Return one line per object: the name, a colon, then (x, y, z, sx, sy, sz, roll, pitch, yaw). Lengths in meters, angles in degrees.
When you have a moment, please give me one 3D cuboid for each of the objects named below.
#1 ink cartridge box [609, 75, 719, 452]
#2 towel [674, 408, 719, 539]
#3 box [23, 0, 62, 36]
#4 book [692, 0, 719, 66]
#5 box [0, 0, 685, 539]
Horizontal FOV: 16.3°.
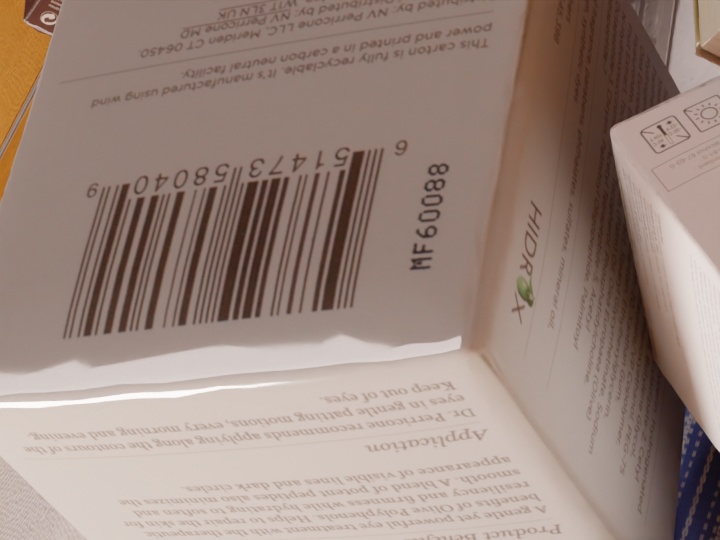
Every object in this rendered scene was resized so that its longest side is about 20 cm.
ink cartridge box: (0.144, 0.043, 0.740, 0.050, 0.109, 0.200, -25, 46, -8)
towel: (0.124, 0.058, 0.905, 0.200, 0.024, 0.145, 11, 81, 68)
box: (-0.151, -0.251, 1.700, 0.200, 0.075, 0.100, -51, 28, 36)
book: (0.170, -0.130, 0.830, 0.048, 0.133, 0.200, -41, 35, 41)
box: (0.000, 0.000, 0.877, 0.198, 0.171, 0.200, -7, 52, 27)
